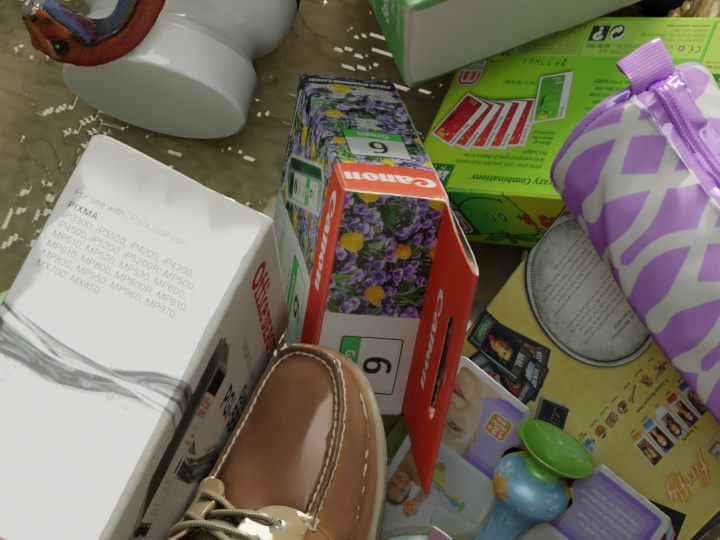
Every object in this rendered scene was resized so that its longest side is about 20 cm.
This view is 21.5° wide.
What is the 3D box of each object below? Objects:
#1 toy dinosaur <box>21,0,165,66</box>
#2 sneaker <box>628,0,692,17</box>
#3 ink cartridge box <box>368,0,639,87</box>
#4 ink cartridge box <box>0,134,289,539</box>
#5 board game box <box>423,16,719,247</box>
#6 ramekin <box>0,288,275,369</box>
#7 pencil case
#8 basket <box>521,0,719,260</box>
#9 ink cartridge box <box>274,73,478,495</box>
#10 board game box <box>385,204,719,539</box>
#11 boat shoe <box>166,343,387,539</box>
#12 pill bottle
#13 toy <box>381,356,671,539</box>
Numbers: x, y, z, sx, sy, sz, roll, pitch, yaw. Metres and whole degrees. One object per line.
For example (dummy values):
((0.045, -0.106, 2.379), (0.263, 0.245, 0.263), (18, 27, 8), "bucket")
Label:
((-0.085, -0.168, 0.820), (0.199, 0.105, 0.183), (19, 117, 30), "toy dinosaur")
((0.112, -0.168, 0.975), (0.199, 0.108, 0.071), (3, 72, 36), "sneaker")
((0.049, -0.208, 0.860), (0.144, 0.088, 0.201), (-21, 71, -4), "ink cartridge box")
((-0.107, 0.069, 0.756), (0.082, 0.147, 0.201), (24, 75, 8), "ink cartridge box")
((0.126, -0.060, 0.850), (0.199, 0.048, 0.102), (7, 63, 40), "board game box")
((-0.116, 0.109, 0.873), (0.198, 0.098, 0.202), (-1, 72, 2), "ramekin")
((0.154, 0.013, 0.717), (0.084, 0.086, 0.200), (-34, 72, -10), "pencil case")
((0.179, -0.013, 0.918), (0.142, 0.149, 0.201), (17, 71, 43), "basket")
((0.000, 0.000, 0.840), (0.050, 0.200, 0.110), (5, 116, -13), "ink cartridge box")
((0.094, 0.077, 0.833), (0.136, 0.200, 0.035), (49, 41, 16), "board game box")
((-0.045, 0.123, 0.761), (0.075, 0.072, 0.201), (7, 75, 31), "boat shoe")
((-0.078, -0.176, 0.954), (0.115, 0.116, 0.201), (11, 73, 6), "pill bottle")
((0.033, 0.151, 0.825), (0.115, 0.047, 0.201), (37, 111, 14), "toy")
